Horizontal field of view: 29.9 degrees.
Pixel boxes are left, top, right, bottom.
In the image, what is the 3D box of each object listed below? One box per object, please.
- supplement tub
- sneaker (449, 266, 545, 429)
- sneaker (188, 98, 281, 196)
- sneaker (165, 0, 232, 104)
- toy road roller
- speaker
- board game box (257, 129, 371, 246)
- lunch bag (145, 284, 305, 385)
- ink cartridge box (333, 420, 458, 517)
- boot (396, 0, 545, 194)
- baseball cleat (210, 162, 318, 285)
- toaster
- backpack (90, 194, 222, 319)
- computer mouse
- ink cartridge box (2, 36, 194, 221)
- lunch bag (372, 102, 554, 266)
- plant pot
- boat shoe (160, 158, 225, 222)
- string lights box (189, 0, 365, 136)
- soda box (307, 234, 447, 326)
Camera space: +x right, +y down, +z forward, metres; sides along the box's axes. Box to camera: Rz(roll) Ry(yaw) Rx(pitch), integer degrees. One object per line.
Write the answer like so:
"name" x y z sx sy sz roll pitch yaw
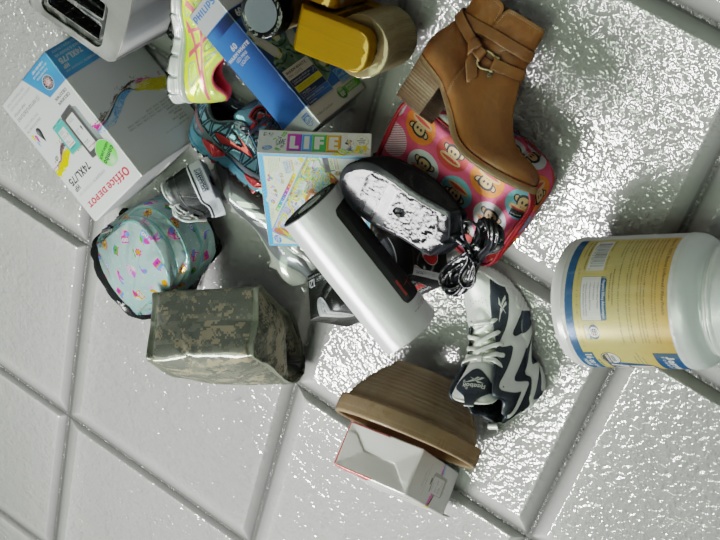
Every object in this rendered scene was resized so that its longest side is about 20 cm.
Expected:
"supplement tub" 0.321 0.033 1.459 0.198 0.145 0.146 -2 118 38
"sneaker" 0.153 0.104 1.646 0.079 0.130 0.201 1 120 35
"sneaker" -0.137 -0.166 1.718 0.199 0.079 0.096 29 131 18
"sneaker" -0.186 -0.299 1.668 0.089 0.078 0.202 12 120 10
"toy road roller" -0.028 -0.317 1.504 0.198 0.123 0.147 26 118 18
"speaker" 0.000 0.000 1.593 0.081 0.081 0.201 -28 104 45
"board game box" -0.052 -0.095 1.642 0.132 0.035 0.201 3 149 2
"lunch bag" -0.180 0.100 1.869 0.162 0.119 0.200 -3 159 17
"ink cartridge box" 0.058 0.275 1.840 0.115 0.068 0.200 19 168 26
"boot" 0.152 -0.192 1.447 0.200 0.077 0.156 44 101 22
"baseball cleat" -0.108 -0.080 1.775 0.106 0.070 0.201 -29 102 29
"toaster" -0.310 -0.378 1.674 0.199 0.119 0.182 35 135 12
"backpack" -0.286 -0.022 1.892 0.168 0.127 0.199 53 137 -5
"computer mouse" 0.068 -0.068 1.547 0.199 0.053 0.139 34 140 1
"ink cartridge box" -0.339 -0.204 1.794 0.201 0.146 0.146 51 136 -5
"lunch bag" 0.113 -0.107 1.572 0.200 0.082 0.177 40 139 10
"plant pot" 0.073 0.178 1.755 0.199 0.094 0.201 21 170 4
"boat shoe" -0.220 -0.097 1.761 0.199 0.067 0.074 -152 39 -87
"string lights box" -0.098 -0.259 1.606 0.200 0.103 0.059 50 137 -3
"soda box" 0.019 0.011 1.711 0.199 0.070 0.064 -26 62 44
